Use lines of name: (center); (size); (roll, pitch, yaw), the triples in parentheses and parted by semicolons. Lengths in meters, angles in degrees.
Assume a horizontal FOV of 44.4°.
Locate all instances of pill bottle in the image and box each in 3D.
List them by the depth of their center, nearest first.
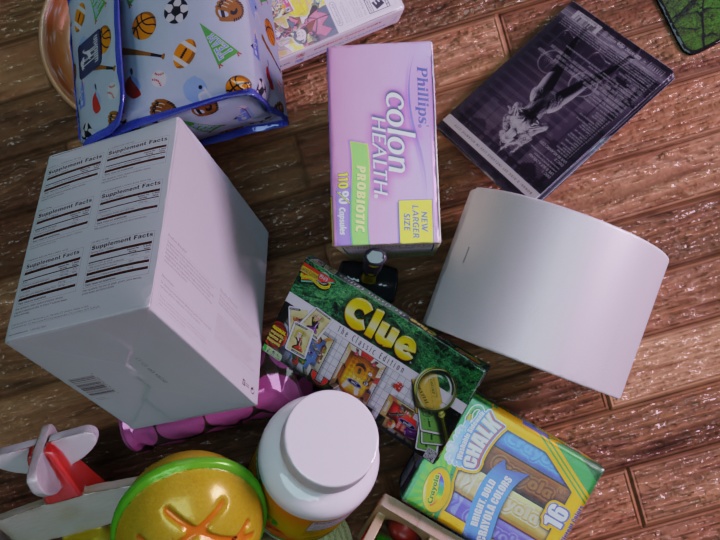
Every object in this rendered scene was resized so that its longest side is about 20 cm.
pill bottle: (-0.045, 0.181, 0.820); (0.110, 0.200, 0.112); (5, 63, -11)

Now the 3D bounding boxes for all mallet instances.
mallet: (0.000, 0.000, 0.855); (0.065, 0.200, 0.042); (7, 82, 6)

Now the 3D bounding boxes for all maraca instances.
maraca: (-0.151, 0.241, 0.782); (0.136, 0.107, 0.202); (-2, 123, -15)

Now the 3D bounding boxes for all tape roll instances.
tape roll: (0.174, 0.021, 0.843); (0.201, 0.203, 0.140); (21, 89, 4)

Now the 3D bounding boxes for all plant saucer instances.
plant saucer: (-0.247, -0.254, 0.960); (0.198, 0.037, 0.203); (0, 88, 4)

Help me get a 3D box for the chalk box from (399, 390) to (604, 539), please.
chalk box: (0.115, 0.189, 0.877); (0.199, 0.125, 0.125); (31, 89, 3)

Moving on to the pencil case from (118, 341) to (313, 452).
pencil case: (-0.145, 0.130, 0.911); (0.198, 0.094, 0.092); (-13, 86, 4)

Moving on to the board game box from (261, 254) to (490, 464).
board game box: (0.011, 0.081, 0.821); (0.199, 0.023, 0.106); (31, 103, 15)

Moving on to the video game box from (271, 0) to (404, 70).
video game box: (-0.077, -0.324, 0.935); (0.181, 0.047, 0.202); (-24, 86, -13)

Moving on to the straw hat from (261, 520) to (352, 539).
straw hat: (-0.107, 0.308, 0.902); (0.199, 0.085, 0.204); (0, 88, 3)

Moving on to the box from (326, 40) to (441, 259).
box: (0.025, -0.105, 0.858); (0.096, 0.200, 0.178); (-2, 88, 3)

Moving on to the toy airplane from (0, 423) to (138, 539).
toy airplane: (-0.268, 0.241, 0.844); (0.200, 0.198, 0.142); (-46, 40, 35)

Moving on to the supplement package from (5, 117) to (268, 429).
supplement package: (-0.193, 0.009, 0.820); (0.146, 0.192, 0.202); (-12, 54, 17)

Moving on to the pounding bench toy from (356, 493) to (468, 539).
pounding bench toy: (0.030, 0.334, 0.882); (0.123, 0.201, 0.157); (29, 57, 5)

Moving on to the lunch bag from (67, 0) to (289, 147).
lunch bag: (-0.186, -0.207, 0.843); (0.198, 0.124, 0.172); (-10, 79, 14)

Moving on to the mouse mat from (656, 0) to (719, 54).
mouse mat: (0.403, -0.341, 0.945); (0.198, 0.008, 0.162); (-26, 86, 1)

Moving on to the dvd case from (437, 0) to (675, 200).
dvd case: (0.197, -0.172, 0.911); (0.200, 0.016, 0.149); (-42, 58, 0)
